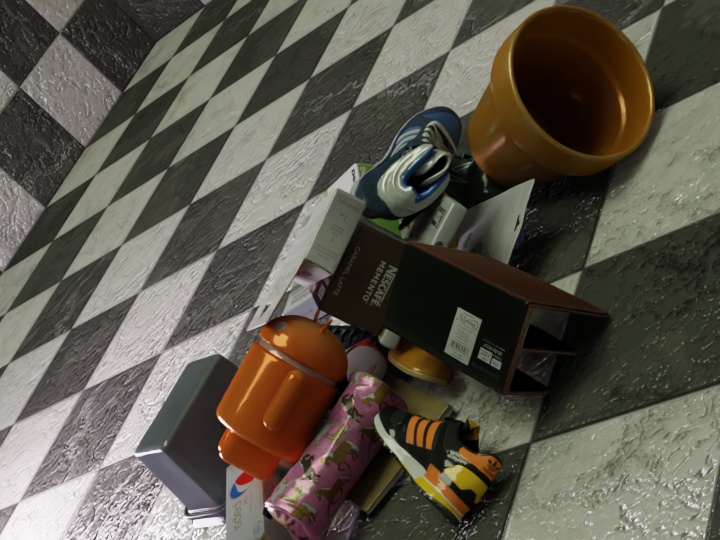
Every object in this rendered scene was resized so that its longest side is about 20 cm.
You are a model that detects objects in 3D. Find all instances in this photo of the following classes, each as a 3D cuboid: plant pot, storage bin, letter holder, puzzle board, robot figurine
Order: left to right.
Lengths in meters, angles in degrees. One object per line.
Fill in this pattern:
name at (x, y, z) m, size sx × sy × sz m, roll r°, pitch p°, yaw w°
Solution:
storage bin at (-0.200, 0.214, 1.893) m, size 0.145 × 0.134 × 0.201 m, roll -18°, pitch 34°, yaw 49°
robot figurine at (-0.089, 0.137, 1.653) m, size 0.116 × 0.144 × 0.201 m, roll 30°, pitch 90°, yaw 30°
puzzle board at (0.020, 0.196, 1.679) m, size 0.151 × 0.017 × 0.200 m, roll -51°, pitch 22°, yaw -8°
letter holder at (0.146, 0.052, 1.554) m, size 0.200 × 0.141 × 0.101 m, roll 28°, pitch 106°, yaw 47°
plant pot at (0.226, -0.191, 1.764) m, size 0.201 × 0.200 × 0.183 m, roll -59°, pitch 9°, yaw -29°

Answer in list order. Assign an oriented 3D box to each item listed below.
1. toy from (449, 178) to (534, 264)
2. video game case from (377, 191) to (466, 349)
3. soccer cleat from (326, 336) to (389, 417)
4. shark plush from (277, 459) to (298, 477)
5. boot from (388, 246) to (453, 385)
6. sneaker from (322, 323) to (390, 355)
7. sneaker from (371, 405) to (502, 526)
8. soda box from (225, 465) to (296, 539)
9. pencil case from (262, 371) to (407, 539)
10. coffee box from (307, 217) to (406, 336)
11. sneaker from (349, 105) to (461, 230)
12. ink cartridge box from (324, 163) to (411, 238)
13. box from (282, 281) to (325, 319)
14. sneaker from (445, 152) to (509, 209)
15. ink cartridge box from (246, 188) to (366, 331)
toy at (0.159, -0.032, 1.769) m, size 0.200 × 0.047 × 0.116 m, roll -19°, pitch 48°, yaw 61°
video game case at (0.064, -0.008, 1.728) m, size 0.183 × 0.023 × 0.200 m, roll -62°, pitch 8°, yaw 6°
soccer cleat at (-0.040, 0.148, 1.774) m, size 0.200 × 0.069 × 0.085 m, roll -33°, pitch 14°, yaw 46°
shark plush at (-0.078, 0.212, 1.746) m, size 0.090 × 0.084 × 0.200 m, roll -28°, pitch 48°, yaw -10°
boot at (0.087, 0.044, 1.694) m, size 0.201 × 0.070 × 0.145 m, roll -118°, pitch 49°, yaw -74°
sneaker at (-0.033, 0.098, 1.855) m, size 0.199 × 0.082 × 0.070 m, roll -23°, pitch 31°, yaw 45°
sneaker at (0.085, 0.185, 1.514) m, size 0.090 × 0.070 × 0.200 m, roll -42°, pitch 29°, yaw 0°
soda box at (-0.114, 0.287, 1.697) m, size 0.064 × 0.068 × 0.200 m, roll -41°, pitch 22°, yaw 15°
pencil case at (-0.025, 0.208, 1.613) m, size 0.086 × 0.083 × 0.201 m, roll 8°, pitch 59°, yaw 52°
coffee box at (0.000, 0.000, 1.742) m, size 0.115 × 0.079 × 0.200 m, roll -64°, pitch 8°, yaw 5°
sneaker at (0.087, -0.134, 1.740) m, size 0.200 × 0.081 × 0.146 m, roll -44°, pitch 18°, yaw -26°
ink cartridge box at (0.033, -0.074, 1.894) m, size 0.200 × 0.075 × 0.149 m, roll -40°, pitch 53°, yaw 56°
box at (-0.029, -0.021, 2.108) m, size 0.156 × 0.041 × 0.201 m, roll -32°, pitch 27°, yaw 32°
sneaker at (0.126, -0.109, 1.905) m, size 0.199 × 0.075 × 0.080 m, roll -11°, pitch 78°, yaw 49°
ink cartridge box at (-0.067, -0.001, 1.716) m, size 0.177 × 0.045 × 0.200 m, roll -63°, pitch 8°, yaw -9°
